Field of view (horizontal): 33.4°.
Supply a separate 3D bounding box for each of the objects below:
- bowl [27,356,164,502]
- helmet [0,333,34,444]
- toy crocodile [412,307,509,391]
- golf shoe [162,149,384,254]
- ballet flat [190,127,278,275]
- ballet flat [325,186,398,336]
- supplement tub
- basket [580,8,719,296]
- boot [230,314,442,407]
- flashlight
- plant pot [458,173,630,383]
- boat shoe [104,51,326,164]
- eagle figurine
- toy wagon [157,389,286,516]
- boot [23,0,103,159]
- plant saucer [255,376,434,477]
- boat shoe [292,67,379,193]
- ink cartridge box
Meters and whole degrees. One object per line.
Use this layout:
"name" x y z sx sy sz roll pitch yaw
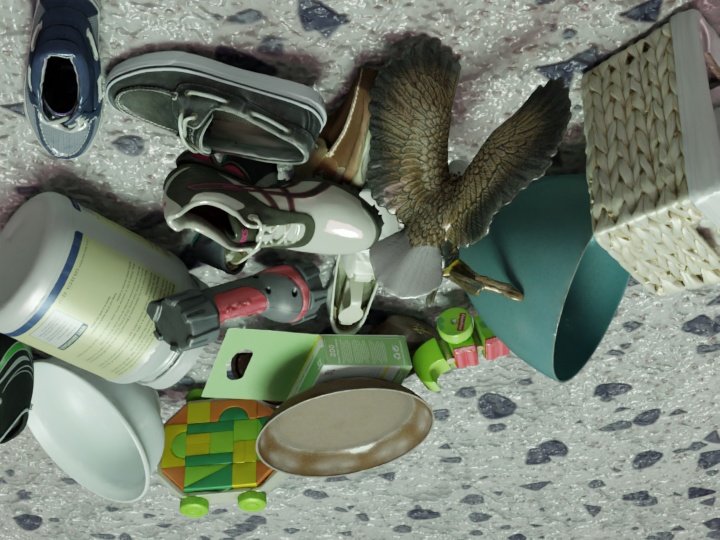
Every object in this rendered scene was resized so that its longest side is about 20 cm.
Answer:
"bowl" -0.296 0.163 1.389 0.200 0.090 0.202 22 134 24
"helmet" -0.439 0.110 1.263 0.199 0.191 0.201 3 106 10
"toy crocodile" 0.149 0.069 1.318 0.199 0.062 0.068 -22 140 -4
"golf shoe" -0.079 -0.041 1.059 0.199 0.088 0.078 13 127 -6
"ballet flat" -0.109 -0.059 1.152 0.073 0.073 0.200 11 144 -16
"ballet flat" 0.000 0.000 1.241 0.069 0.070 0.201 4 142 -8
"supplement tub" -0.260 0.026 1.197 0.199 0.146 0.145 30 132 -35
"basket" 0.271 -0.094 1.025 0.123 0.201 0.135 -23 138 32
"boot" -0.021 0.096 1.369 0.186 0.065 0.200 23 137 -40
"flashlight" -0.116 0.037 1.197 0.067 0.068 0.200 -16 -178 36
"plant pot" 0.173 -0.009 1.160 0.134 0.200 0.201 23 150 25
"boat shoe" -0.131 -0.137 1.035 0.199 0.071 0.072 8 143 7
"eagle figurine" 0.079 -0.081 1.030 0.151 0.151 0.201 -2 125 -20
"toy wagon" -0.138 0.208 1.419 0.199 0.156 0.040 -6 143 4
"boot" -0.257 -0.145 1.020 0.072 0.091 0.201 4 142 -8
"plant saucer" -0.018 0.170 1.322 0.199 0.032 0.201 -9 145 -6
"boat shoe" -0.030 -0.100 1.104 0.073 0.076 0.201 16 133 -5
"ink cartridge box" -0.061 0.123 1.312 0.199 0.048 0.146 2 143 -21
